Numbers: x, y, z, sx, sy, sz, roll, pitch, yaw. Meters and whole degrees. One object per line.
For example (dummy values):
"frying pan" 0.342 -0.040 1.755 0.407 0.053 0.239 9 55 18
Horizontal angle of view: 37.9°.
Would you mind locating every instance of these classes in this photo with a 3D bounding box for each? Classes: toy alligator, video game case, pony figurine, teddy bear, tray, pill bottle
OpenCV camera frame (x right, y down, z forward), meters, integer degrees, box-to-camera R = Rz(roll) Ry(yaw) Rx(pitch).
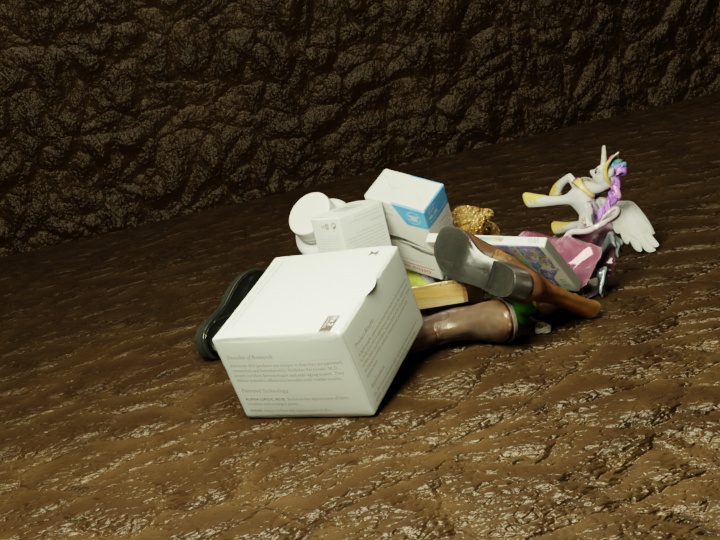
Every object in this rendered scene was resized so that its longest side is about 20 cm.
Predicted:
"toy alligator" 0.229 0.047 1.550 0.059 0.055 0.200 -15 12 -14
"video game case" 0.213 -0.013 1.564 0.198 0.018 0.143 3 -25 37
"pony figurine" 0.394 -0.093 1.790 0.165 0.195 0.199 -18 -6 -42
"teddy bear" 0.163 -0.058 1.799 0.143 0.068 0.199 10 -12 -30
"tray" 0.126 0.041 1.580 0.097 0.038 0.200 -10 -7 13
"pill bottle" -0.034 -0.044 1.736 0.108 0.110 0.200 -4 -30 32

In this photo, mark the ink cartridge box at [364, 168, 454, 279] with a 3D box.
"ink cartridge box" 0.091 -0.059 1.697 0.115 0.201 0.068 18 57 32

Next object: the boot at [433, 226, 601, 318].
"boot" 0.221 0.002 1.487 0.199 0.069 0.187 13 8 -42

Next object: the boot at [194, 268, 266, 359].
"boot" -0.157 0.069 1.696 0.156 0.080 0.212 -10 34 38

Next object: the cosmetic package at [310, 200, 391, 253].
"cosmetic package" 0.000 0.000 1.633 0.101 0.203 0.074 -22 16 -40

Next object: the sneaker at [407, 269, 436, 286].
"sneaker" 0.049 0.029 1.817 0.198 0.076 0.077 0 43 44

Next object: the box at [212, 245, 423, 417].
"box" -0.050 0.079 1.370 0.198 0.132 0.199 -5 31 29

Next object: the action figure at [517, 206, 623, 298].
"action figure" 0.297 -0.027 1.634 0.198 0.151 0.134 15 31 35

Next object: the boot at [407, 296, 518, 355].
"boot" 0.099 0.091 1.448 0.198 0.065 0.186 -13 -2 -19

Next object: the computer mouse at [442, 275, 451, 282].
"computer mouse" 0.215 -0.004 1.729 0.198 0.111 0.044 -11 27 -38
